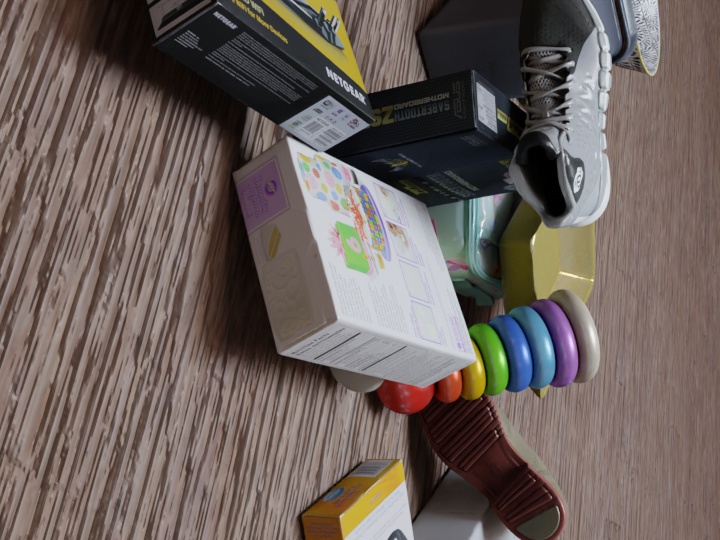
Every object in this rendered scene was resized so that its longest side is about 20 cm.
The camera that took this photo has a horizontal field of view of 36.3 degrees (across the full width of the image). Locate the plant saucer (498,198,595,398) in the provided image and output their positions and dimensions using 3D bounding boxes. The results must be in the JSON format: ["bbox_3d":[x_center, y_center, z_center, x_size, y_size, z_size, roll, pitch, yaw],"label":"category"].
[{"bbox_3d":[0.188,-0.010,1.112,0.201,0.048,0.202,-55,145,-43],"label":"plant saucer"}]

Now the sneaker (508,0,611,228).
[{"bbox_3d":[0.151,-0.129,0.856,0.115,0.074,0.204,-21,103,-60],"label":"sneaker"}]

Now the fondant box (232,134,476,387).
[{"bbox_3d":[0.000,0.000,0.826,0.199,0.058,0.146,22,46,-55],"label":"fondant box"}]

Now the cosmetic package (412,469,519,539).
[{"bbox_3d":[0.104,0.260,1.044,0.200,0.073,0.103,-37,118,-57],"label":"cosmetic package"}]

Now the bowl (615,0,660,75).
[{"bbox_3d":[0.392,-0.393,1.684,0.200,0.093,0.205,17,71,-60],"label":"bowl"}]

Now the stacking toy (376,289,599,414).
[{"bbox_3d":[0.108,0.082,0.973,0.085,0.197,0.087,165,-90,-75],"label":"stacking toy"}]

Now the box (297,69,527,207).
[{"bbox_3d":[0.060,-0.101,0.919,0.199,0.155,0.052,18,67,-61],"label":"box"}]

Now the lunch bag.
[{"bbox_3d":[0.121,-0.051,1.112,0.199,0.076,0.164,21,66,-63],"label":"lunch bag"}]

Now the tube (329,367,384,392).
[{"bbox_3d":[0.028,0.035,0.957,0.059,0.051,0.200,-64,174,29],"label":"tube"}]

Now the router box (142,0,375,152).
[{"bbox_3d":[-0.075,-0.186,0.729,0.199,0.052,0.160,25,43,-60],"label":"router box"}]

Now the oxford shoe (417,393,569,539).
[{"bbox_3d":[0.119,0.167,1.021,0.201,0.070,0.075,55,13,19],"label":"oxford shoe"}]

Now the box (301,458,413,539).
[{"bbox_3d":[0.009,0.270,0.892,0.119,0.041,0.204,-25,111,-61],"label":"box"}]

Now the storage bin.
[{"bbox_3d":[0.158,-0.246,1.111,0.134,0.197,0.147,-46,126,-44],"label":"storage bin"}]
